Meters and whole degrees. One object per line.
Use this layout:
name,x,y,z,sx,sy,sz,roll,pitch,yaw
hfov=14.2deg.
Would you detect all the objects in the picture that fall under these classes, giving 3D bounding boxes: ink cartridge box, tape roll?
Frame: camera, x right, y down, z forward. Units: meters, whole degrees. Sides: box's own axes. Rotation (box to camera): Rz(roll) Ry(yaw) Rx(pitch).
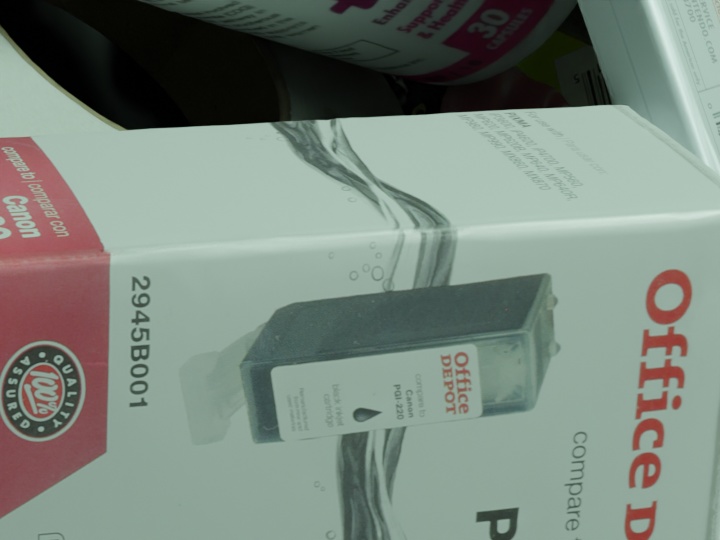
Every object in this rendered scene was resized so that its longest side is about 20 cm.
ink cartridge box,-0.016,0.044,0.681,0.085,0.200,0.146,-136,-135,-61
tape roll,-0.071,-0.055,0.781,0.203,0.037,0.203,30,29,-19

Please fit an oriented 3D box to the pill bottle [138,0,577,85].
pill bottle,-0.036,-0.123,0.761,0.200,0.113,0.114,13,60,-39

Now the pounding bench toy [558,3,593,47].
pounding bench toy,0.102,-0.153,0.939,0.124,0.200,0.156,-160,-86,-88

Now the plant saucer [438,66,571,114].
plant saucer,0.061,0.037,0.856,0.201,0.051,0.201,-4,90,-79

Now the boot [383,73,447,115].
boot,0.000,0.000,0.932,0.200,0.073,0.151,53,31,-46

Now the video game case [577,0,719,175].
video game case,0.111,-0.076,0.798,0.182,0.024,0.200,-20,91,-57

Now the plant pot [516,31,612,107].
plant pot,0.152,-0.064,1.128,0.181,0.200,0.199,11,63,-53
